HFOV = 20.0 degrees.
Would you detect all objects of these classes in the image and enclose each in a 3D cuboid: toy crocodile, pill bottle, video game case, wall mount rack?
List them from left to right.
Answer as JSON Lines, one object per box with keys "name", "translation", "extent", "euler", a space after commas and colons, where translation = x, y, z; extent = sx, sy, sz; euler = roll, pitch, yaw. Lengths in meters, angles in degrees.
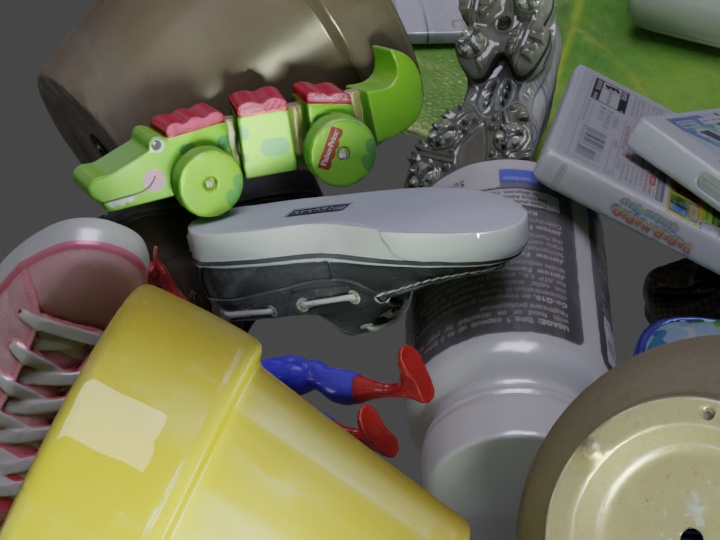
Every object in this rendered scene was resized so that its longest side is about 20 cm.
{"name": "toy crocodile", "translation": [-0.059, -0.074, 1.117], "extent": [0.200, 0.062, 0.068], "euler": [-14, 20, -13]}
{"name": "wall mount rack", "translation": [0.024, -0.218, 1.387], "extent": [0.199, 0.075, 0.174], "euler": [-2, 44, -7]}
{"name": "pill bottle", "translation": [0.080, 0.045, 1.086], "extent": [0.113, 0.114, 0.200], "euler": [3, 43, -1]}
{"name": "video game case", "translation": [0.192, -0.047, 1.167], "extent": [0.182, 0.023, 0.200], "euler": [27, 21, 1]}
{"name": "video game case", "translation": [0.264, -0.036, 1.162], "extent": [0.182, 0.022, 0.200], "euler": [38, 23, 21]}

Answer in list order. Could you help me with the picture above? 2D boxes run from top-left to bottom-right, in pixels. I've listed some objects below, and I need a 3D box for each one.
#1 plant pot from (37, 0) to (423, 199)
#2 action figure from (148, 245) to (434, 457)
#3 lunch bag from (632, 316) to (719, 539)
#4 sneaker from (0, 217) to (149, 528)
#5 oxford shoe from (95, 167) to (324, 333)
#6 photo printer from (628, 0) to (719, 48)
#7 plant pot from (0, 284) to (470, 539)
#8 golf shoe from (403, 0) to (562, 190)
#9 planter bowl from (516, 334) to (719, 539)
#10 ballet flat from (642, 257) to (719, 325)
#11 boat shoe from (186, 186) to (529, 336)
{"name": "plant pot", "translation": [-0.090, -0.121, 1.214], "extent": [0.173, 0.200, 0.200], "euler": [-38, 56, -16]}
{"name": "action figure", "translation": [-0.067, 0.043, 1.053], "extent": [0.200, 0.099, 0.065], "euler": [-2, 39, 43]}
{"name": "lunch bag", "translation": [0.231, 0.108, 1.055], "extent": [0.200, 0.083, 0.161], "euler": [10, 47, 8]}
{"name": "sneaker", "translation": [-0.164, 0.067, 1.010], "extent": [0.075, 0.200, 0.105], "euler": [19, 42, -33]}
{"name": "oxford shoe", "translation": [-0.101, 0.005, 1.151], "extent": [0.200, 0.073, 0.085], "euler": [-18, 58, -15]}
{"name": "photo printer", "translation": [0.299, -0.209, 1.397], "extent": [0.200, 0.070, 0.167], "euler": [15, 44, 11]}
{"name": "plant pot", "translation": [-0.060, 0.134, 0.942], "extent": [0.189, 0.201, 0.201], "euler": [25, 46, -1]}
{"name": "golf shoe", "translation": [0.086, -0.076, 1.243], "extent": [0.078, 0.097, 0.200], "euler": [11, 71, 26]}
{"name": "planter bowl", "translation": [0.153, 0.119, 0.887], "extent": [0.200, 0.135, 0.201], "euler": [-4, 80, 21]}
{"name": "ballet flat", "translation": [0.262, 0.024, 1.167], "extent": [0.200, 0.046, 0.067], "euler": [11, 45, 8]}
{"name": "boat shoe", "translation": [0.000, 0.000, 1.066], "extent": [0.200, 0.068, 0.072], "euler": [-3, 19, 28]}
